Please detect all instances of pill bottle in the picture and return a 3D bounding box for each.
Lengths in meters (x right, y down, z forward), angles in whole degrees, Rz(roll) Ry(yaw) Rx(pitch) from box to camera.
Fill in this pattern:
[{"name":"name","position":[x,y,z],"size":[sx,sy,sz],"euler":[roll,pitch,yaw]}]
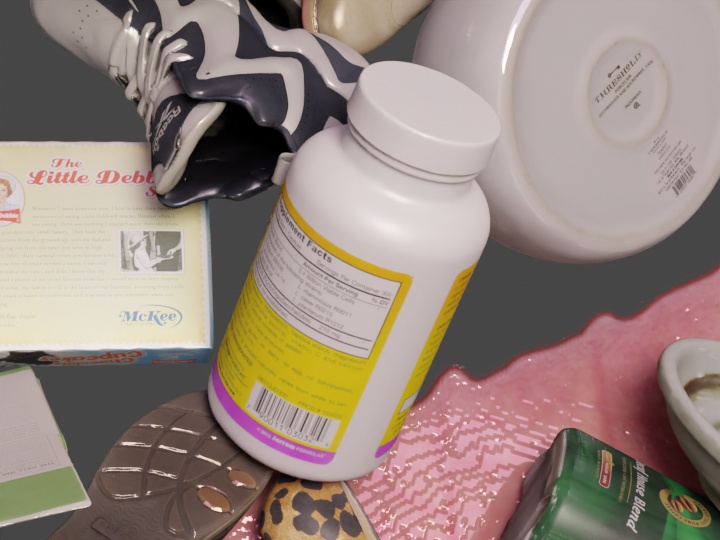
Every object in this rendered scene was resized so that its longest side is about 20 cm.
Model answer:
[{"name":"pill bottle","position":[0.000,0.000,1.012],"size":[0.104,0.201,0.104],"euler":[17,30,-11]}]

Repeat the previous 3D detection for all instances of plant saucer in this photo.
[{"name":"plant saucer","position":[0.233,0.111,1.058],"size":[0.199,0.200,0.050],"euler":[28,110,-1]}]

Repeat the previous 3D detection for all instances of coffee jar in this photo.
[{"name":"coffee jar","position":[0.172,0.166,1.048],"size":[0.199,0.104,0.086],"euler":[27,112,-2]}]

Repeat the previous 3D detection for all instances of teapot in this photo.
[{"name":"teapot","position":[0.100,-0.104,1.102],"size":[0.199,0.146,0.199],"euler":[-2,99,-32]}]

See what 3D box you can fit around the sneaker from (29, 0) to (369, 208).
[{"name":"sneaker","position":[-0.100,-0.096,1.057],"size":[0.198,0.080,0.130],"euler":[29,32,4]}]

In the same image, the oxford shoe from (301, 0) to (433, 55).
[{"name":"oxford shoe","position":[0.044,-0.190,1.116],"size":[0.200,0.074,0.071],"euler":[-53,126,-18]}]

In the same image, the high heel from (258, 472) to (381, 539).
[{"name":"high heel","position":[0.043,0.166,1.042],"size":[0.199,0.071,0.144],"euler":[6,79,1]}]

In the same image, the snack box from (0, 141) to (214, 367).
[{"name":"snack box","position":[-0.179,-0.009,1.075],"size":[0.199,0.037,0.117],"euler":[0,74,-10]}]

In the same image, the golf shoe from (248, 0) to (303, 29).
[{"name":"golf shoe","position":[-0.102,-0.184,1.121],"size":[0.199,0.073,0.093],"euler":[18,74,-5]}]

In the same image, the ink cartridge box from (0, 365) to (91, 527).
[{"name":"ink cartridge box","position":[-0.206,0.109,0.955],"size":[0.145,0.200,0.048],"euler":[-13,110,-14]}]

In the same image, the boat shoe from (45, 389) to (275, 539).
[{"name":"boat shoe","position":[-0.114,0.135,1.028],"size":[0.074,0.073,0.200],"euler":[38,50,11]}]
